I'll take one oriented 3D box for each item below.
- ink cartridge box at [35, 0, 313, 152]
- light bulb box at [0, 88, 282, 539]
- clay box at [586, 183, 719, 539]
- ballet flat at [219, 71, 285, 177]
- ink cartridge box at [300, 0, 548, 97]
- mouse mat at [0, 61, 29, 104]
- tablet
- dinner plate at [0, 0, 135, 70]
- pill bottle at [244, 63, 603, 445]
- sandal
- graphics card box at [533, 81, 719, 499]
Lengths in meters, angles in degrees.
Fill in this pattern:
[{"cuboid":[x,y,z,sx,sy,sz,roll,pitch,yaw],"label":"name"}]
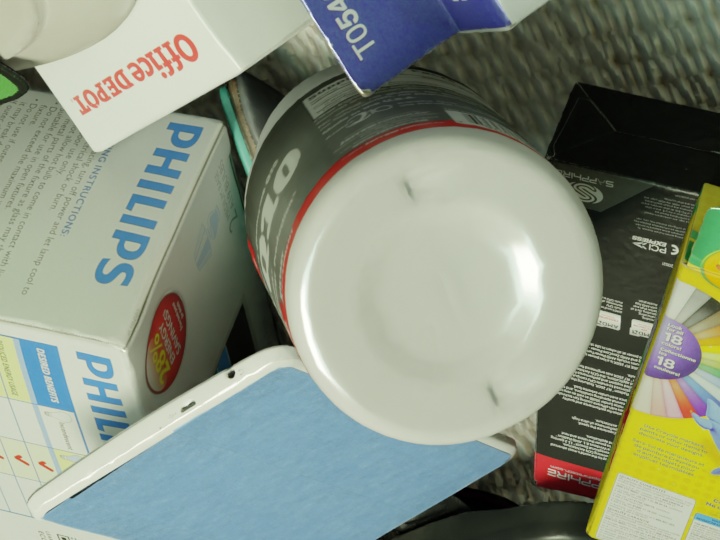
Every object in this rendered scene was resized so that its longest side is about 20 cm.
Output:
[{"cuboid":[-0.102,-0.159,1.135,0.200,0.085,0.144,54,152,-8],"label":"ink cartridge box"},{"cuboid":[-0.150,0.027,1.268,0.199,0.125,0.199,11,144,17],"label":"light bulb box"},{"cuboid":[0.164,0.045,1.125,0.114,0.048,0.201,18,138,3],"label":"clay box"},{"cuboid":[0.000,0.000,1.258,0.073,0.073,0.201,-7,112,28],"label":"ballet flat"},{"cuboid":[0.036,-0.193,1.045,0.200,0.043,0.197,-36,108,-7],"label":"ink cartridge box"},{"cuboid":[-0.245,-0.079,1.111,0.199,0.008,0.161,-12,151,34],"label":"mouse mat"},{"cuboid":[-0.031,0.082,1.199,0.130,0.200,0.014,-32,63,20],"label":"tablet"},{"cuboid":[-0.179,-0.110,1.065,0.199,0.024,0.200,7,157,3],"label":"dinner plate"},{"cuboid":[0.016,-0.015,1.116,0.113,0.200,0.115,-2,104,-8],"label":"pill bottle"},{"cuboid":[0.045,0.113,1.310,0.075,0.048,0.200,15,159,-41],"label":"sandal"},{"cuboid":[0.135,0.022,1.190,0.125,0.051,0.201,13,140,15],"label":"graphics card box"}]
